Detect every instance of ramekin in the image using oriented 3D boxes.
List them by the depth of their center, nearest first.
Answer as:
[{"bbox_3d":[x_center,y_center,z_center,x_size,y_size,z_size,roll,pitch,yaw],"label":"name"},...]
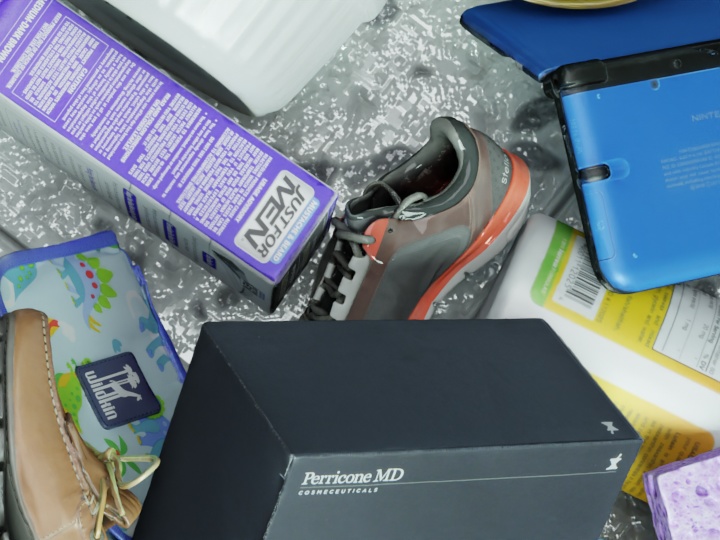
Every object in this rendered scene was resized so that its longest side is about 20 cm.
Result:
[{"bbox_3d":[-0.091,-0.161,1.366,0.202,0.202,0.095,33,87,2],"label":"ramekin"}]

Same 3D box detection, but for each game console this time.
[{"bbox_3d":[0.175,-0.081,1.415,0.199,0.118,0.172,-11,87,-22],"label":"game console"}]

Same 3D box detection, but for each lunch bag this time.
[{"bbox_3d":[-0.173,0.090,1.341,0.199,0.127,0.171,-24,82,-24],"label":"lunch bag"}]

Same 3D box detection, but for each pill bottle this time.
[{"bbox_3d":[0.155,0.061,1.385,0.199,0.111,0.112,26,75,0],"label":"pill bottle"}]

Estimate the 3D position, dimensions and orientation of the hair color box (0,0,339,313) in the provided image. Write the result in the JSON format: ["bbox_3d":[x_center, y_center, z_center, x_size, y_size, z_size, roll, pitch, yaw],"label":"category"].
[{"bbox_3d":[-0.110,-0.063,1.384,0.199,0.109,0.065,36,81,2],"label":"hair color box"}]

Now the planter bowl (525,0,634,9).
[{"bbox_3d":[0.108,-0.226,1.463,0.199,0.083,0.202,1,77,-6],"label":"planter bowl"}]

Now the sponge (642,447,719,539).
[{"bbox_3d":[0.216,0.181,1.323,0.111,0.030,0.201,-15,94,-13],"label":"sponge"}]

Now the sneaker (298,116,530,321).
[{"bbox_3d":[0.000,0.000,1.378,0.200,0.082,0.077,-52,43,-6],"label":"sneaker"}]

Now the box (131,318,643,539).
[{"bbox_3d":[0.005,0.125,1.276,0.199,0.183,0.104,0,35,-33],"label":"box"}]

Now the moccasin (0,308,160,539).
[{"bbox_3d":[-0.132,0.116,1.241,0.077,0.074,0.203,-11,77,-22],"label":"moccasin"}]

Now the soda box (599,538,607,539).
[{"bbox_3d":[0.179,0.186,1.382,0.198,0.064,0.068,9,76,-4],"label":"soda box"}]
